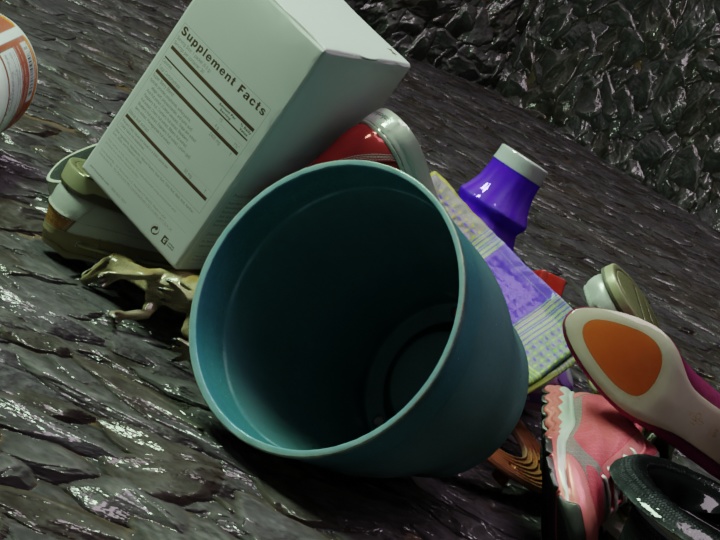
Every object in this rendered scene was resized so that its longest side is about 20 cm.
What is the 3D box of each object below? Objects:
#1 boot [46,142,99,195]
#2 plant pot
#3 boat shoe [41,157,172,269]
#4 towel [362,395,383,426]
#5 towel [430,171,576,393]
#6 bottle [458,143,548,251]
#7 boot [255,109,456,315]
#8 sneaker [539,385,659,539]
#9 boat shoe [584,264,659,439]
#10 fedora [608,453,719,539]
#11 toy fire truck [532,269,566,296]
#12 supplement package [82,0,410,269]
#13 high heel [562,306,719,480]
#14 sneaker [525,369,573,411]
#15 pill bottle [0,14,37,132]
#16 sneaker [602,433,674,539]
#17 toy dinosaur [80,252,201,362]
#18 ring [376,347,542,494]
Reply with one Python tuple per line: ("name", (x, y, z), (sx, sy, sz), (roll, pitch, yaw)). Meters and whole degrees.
("boot", (-0.155, -0.038, 1.705), (0.200, 0.145, 0.072), (-1, 38, 25))
("plant pot", (0.017, 0.053, 1.392), (0.200, 0.200, 0.188), (34, -1, 34))
("boat shoe", (-0.154, -0.021, 1.599), (0.200, 0.068, 0.075), (23, 14, -28))
("towel", (0.002, 0.084, 1.598), (0.146, 0.030, 0.200), (29, 12, -1))
("towel", (0.080, 0.015, 1.636), (0.143, 0.023, 0.200), (-27, 68, -39))
("bottle", (0.084, -0.011, 1.740), (0.065, 0.200, 0.083), (36, 6, 38))
("boot", (0.000, 0.000, 1.510), (0.072, 0.144, 0.200), (33, -25, 55))
("sneaker", (0.172, 0.139, 1.483), (0.087, 0.074, 0.200), (0, 25, 4))
("boat shoe", (0.208, 0.075, 1.602), (0.075, 0.068, 0.200), (-98, 161, -44))
("fedora", (0.240, 0.210, 1.396), (0.200, 0.092, 0.201), (27, 11, -6))
("toy fire truck", (0.116, 0.008, 1.966), (0.141, 0.049, 0.200), (24, -11, -17))
("supplement package", (-0.084, -0.113, 1.515), (0.120, 0.200, 0.121), (46, 21, 24))
("high heel", (0.225, 0.097, 1.531), (0.200, 0.067, 0.096), (40, -8, 0))
("sneaker", (0.131, 0.077, 1.808), (0.088, 0.081, 0.200), (42, -1, -16))
("pill bottle", (-0.332, -0.150, 1.665), (0.112, 0.112, 0.200), (26, 11, -3))
("sneaker", (0.213, 0.158, 1.578), (0.077, 0.089, 0.200), (21, 13, -26))
("toy dinosaur", (-0.114, 0.021, 1.480), (0.200, 0.058, 0.101), (18, 23, 10))
("ring", (0.073, 0.102, 1.579), (0.200, 0.019, 0.200), (41, 11, -9))
